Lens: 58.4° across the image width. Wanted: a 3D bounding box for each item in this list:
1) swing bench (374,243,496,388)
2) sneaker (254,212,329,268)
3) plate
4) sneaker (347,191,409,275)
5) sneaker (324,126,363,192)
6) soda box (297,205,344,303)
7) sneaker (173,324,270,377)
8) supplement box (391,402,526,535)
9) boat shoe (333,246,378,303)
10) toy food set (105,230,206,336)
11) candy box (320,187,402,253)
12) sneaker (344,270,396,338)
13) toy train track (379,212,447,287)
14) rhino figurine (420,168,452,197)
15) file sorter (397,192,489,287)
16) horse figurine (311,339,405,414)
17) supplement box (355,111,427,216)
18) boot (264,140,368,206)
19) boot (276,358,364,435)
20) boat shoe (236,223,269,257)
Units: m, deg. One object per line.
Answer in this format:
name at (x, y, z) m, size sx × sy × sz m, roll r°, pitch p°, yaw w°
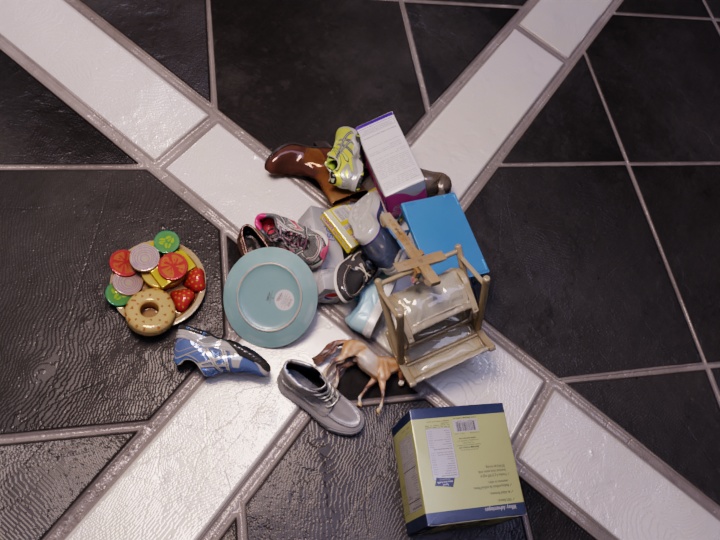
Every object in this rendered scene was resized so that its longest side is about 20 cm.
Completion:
swing bench at (0.150, 0.092, 1.282) m, size 0.195 × 0.204 × 0.130 m, roll -21°, pitch 38°, yaw -10°
sneaker at (-0.146, -0.064, 1.350) m, size 0.197 × 0.074 × 0.082 m, roll 23°, pitch 91°, yaw 36°
plate at (-0.184, 0.054, 1.305) m, size 0.194 × 0.026 × 0.207 m, roll 0°, pitch 87°, yaw 0°
sneaker at (0.046, -0.068, 1.375) m, size 0.147 × 0.080 × 0.202 m, roll 48°, pitch 18°, yaw -25°
sneaker at (-0.041, -0.260, 1.436) m, size 0.074 × 0.076 × 0.203 m, roll 7°, pitch 42°, yaw -17°
soda box at (-0.081, -0.035, 1.392) m, size 0.067 × 0.063 × 0.205 m, roll 8°, pitch 59°, yaw -34°
sneaker at (-0.270, 0.173, 1.257) m, size 0.195 × 0.076 × 0.079 m, roll 20°, pitch 82°, yaw -2°
supplement box at (0.179, 0.374, 1.216) m, size 0.194 × 0.135 × 0.205 m, roll -1°, pitch 63°, yaw -14°
boat shoe at (0.000, 0.000, 1.356) m, size 0.075 × 0.059 × 0.200 m, roll 62°, pitch 27°, yaw -13°
toy food set at (-0.413, 0.022, 1.302) m, size 0.199 × 0.049 × 0.199 m, roll -37°, pitch 76°, yaw -26°
candy box at (0.005, -0.116, 1.446) m, size 0.103 × 0.026 × 0.198 m, roll 52°, pitch 43°, yaw 7°
sneaker at (0.027, 0.043, 1.385) m, size 0.080 × 0.075 × 0.202 m, roll 24°, pitch 56°, yaw 5°
toy train track at (0.092, -0.036, 1.250) m, size 0.112 × 0.033 × 0.202 m, roll -13°, pitch 50°, yaw -26°
rhino figurine at (0.129, -0.214, 1.546) m, size 0.195 × 0.060 × 0.089 m, roll 18°, pitch 62°, yaw 3°
file sorter at (0.169, -0.044, 1.434) m, size 0.135 × 0.123 × 0.204 m, roll -12°, pitch 67°, yaw -19°
horse figurine at (0.001, 0.199, 1.311) m, size 0.197 × 0.050 × 0.134 m, roll 31°, pitch 61°, yaw 3°
supplement box at (0.071, -0.242, 1.476) m, size 0.101 × 0.102 × 0.203 m, roll -23°, pitch 63°, yaw -1°
boot at (-0.103, -0.205, 1.461) m, size 0.184 × 0.069 × 0.202 m, roll -10°, pitch 49°, yaw -31°
boot at (-0.074, 0.245, 1.243) m, size 0.197 × 0.096 × 0.074 m, roll 29°, pitch 60°, yaw 2°
boat shoe at (-0.204, -0.004, 1.354) m, size 0.069 × 0.071 × 0.202 m, roll -27°, pitch 74°, yaw -23°
